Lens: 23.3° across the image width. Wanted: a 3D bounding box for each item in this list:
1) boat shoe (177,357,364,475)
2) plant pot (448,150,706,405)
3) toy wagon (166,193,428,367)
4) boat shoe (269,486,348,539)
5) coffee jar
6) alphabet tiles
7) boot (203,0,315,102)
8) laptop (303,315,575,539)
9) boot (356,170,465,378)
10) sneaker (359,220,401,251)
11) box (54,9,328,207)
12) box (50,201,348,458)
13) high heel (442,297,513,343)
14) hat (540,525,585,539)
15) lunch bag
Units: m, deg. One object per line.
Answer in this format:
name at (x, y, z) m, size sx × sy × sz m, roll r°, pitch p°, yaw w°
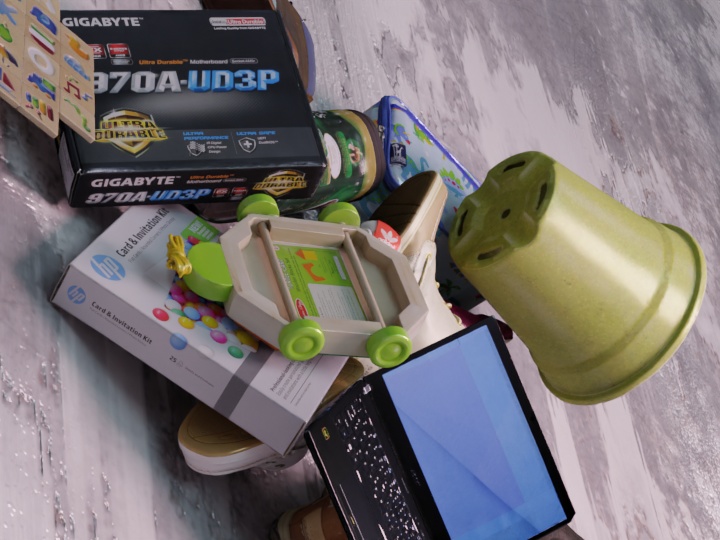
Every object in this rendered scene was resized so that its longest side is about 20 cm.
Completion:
boat shoe at (-0.065, 0.120, 1.309) m, size 0.071 × 0.070 × 0.200 m, roll 28°, pitch 29°, yaw 26°
plant pot at (0.186, -0.007, 1.622) m, size 0.184 × 0.200 × 0.201 m, roll 37°, pitch 33°, yaw -29°
toy wagon at (-0.051, 0.006, 1.276) m, size 0.198 × 0.040 × 0.156 m, roll 5°, pitch 38°, yaw -24°
boat shoe at (0.006, 0.190, 1.356) m, size 0.076 × 0.074 × 0.200 m, roll 60°, pitch 26°, yaw 2°
coffee jar at (-0.060, -0.092, 1.493) m, size 0.200 × 0.104 × 0.086 m, roll -12°, pitch 90°, yaw -63°
alphabet tiles at (-0.248, -0.173, 1.216) m, size 0.166 × 0.006 × 0.201 m, roll 40°, pitch 21°, yaw -30°
boot at (-0.097, -0.243, 1.648) m, size 0.097 × 0.074 × 0.201 m, roll 45°, pitch 25°, yaw -64°
laptop at (0.064, 0.154, 1.293) m, size 0.178 × 0.103 × 0.200 m, roll 67°, pitch 22°, yaw -5°
boot at (0.062, 0.029, 1.540) m, size 0.154 × 0.072 × 0.201 m, roll 36°, pitch 65°, yaw -26°
sneaker at (0.000, 0.000, 1.418) m, size 0.070 × 0.094 × 0.200 m, roll 42°, pitch -7°, yaw -21°
box at (-0.139, -0.127, 1.340) m, size 0.198 × 0.046 × 0.160 m, roll -3°, pitch 57°, yaw -23°
box at (-0.106, 0.033, 1.278) m, size 0.199 × 0.041 × 0.156 m, roll 33°, pitch 29°, yaw 2°
high heel at (0.077, 0.031, 1.643) m, size 0.199 × 0.067 × 0.097 m, roll 4°, pitch 70°, yaw -55°
hat at (0.162, 0.302, 1.510) m, size 0.201 × 0.081 × 0.201 m, roll 49°, pitch 23°, yaw -28°
lunch bag at (0.060, -0.065, 1.707) m, size 0.200 × 0.082 × 0.161 m, roll 45°, pitch 27°, yaw -29°
